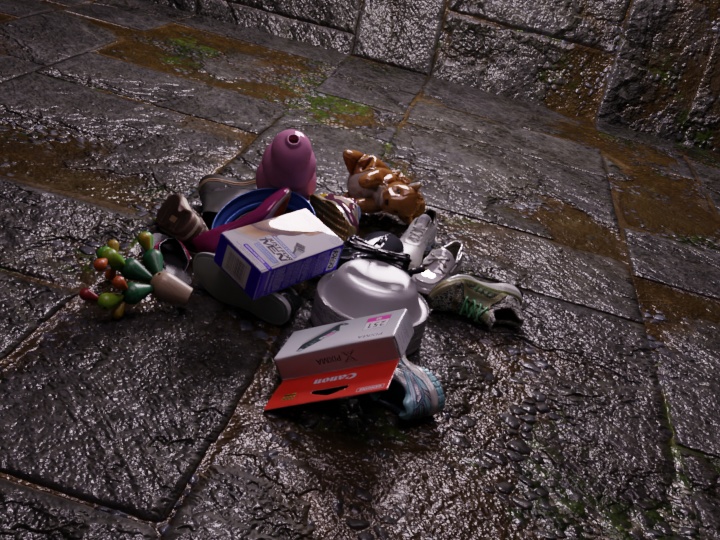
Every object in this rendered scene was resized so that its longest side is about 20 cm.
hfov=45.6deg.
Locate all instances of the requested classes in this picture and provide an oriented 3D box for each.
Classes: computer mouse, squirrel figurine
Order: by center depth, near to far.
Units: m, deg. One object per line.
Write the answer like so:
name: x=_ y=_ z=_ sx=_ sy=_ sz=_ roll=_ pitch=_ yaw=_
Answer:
computer mouse: x=0.063 y=-0.035 z=1.513 sx=0.139 sy=0.047 sz=0.200 roll=24 pitch=5 yaw=18
squirrel figurine: x=0.071 y=-0.170 z=1.877 sx=0.198 sy=0.144 sz=0.185 roll=2 pitch=14 yaw=-45

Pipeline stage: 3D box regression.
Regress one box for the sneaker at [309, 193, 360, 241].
sneaker: x=-0.030 y=-0.107 z=1.646 sx=0.088 sy=0.076 sz=0.200 roll=-4 pitch=23 yaw=-24

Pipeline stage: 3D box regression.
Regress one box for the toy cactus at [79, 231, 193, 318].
toy cactus: x=-0.352 y=0.017 z=1.376 sx=0.163 sy=0.103 sz=0.201 roll=26 pitch=24 yaw=-6

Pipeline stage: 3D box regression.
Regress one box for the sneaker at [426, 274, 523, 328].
sneaker: x=0.219 y=0.065 z=1.574 sx=0.196 sy=0.078 sz=0.089 roll=4 pitch=35 yaw=-15

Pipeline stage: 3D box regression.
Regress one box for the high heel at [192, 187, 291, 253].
high heel: x=-0.210 y=-0.095 z=1.543 sx=0.095 sy=0.068 sz=0.201 roll=32 pitch=60 yaw=14

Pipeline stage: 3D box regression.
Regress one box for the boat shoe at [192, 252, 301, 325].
boat shoe: x=-0.192 y=0.025 z=1.450 sx=0.198 sy=0.076 sz=0.060 roll=33 pitch=30 yaw=11

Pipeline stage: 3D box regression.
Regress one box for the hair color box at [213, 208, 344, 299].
hair color box: x=-0.133 y=-0.032 z=1.438 sx=0.109 sy=0.066 sz=0.198 roll=41 pitch=37 yaw=24

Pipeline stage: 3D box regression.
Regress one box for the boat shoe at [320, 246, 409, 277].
boat shoe: x=0.000 y=0.000 z=1.601 sx=0.197 sy=0.073 sz=0.068 roll=9 pitch=23 yaw=-26

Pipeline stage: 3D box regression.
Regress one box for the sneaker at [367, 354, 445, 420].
sneaker: x=0.034 y=0.152 z=1.293 sx=0.085 sy=0.079 sz=0.199 roll=-15 pitch=37 yaw=-40

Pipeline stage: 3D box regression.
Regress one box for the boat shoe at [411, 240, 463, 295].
boat shoe: x=0.153 y=-0.012 z=1.693 sx=0.070 sy=0.070 sz=0.200 roll=22 pitch=27 yaw=15

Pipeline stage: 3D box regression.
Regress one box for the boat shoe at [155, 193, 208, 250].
boat shoe: x=-0.331 y=-0.083 z=1.620 sx=0.075 sy=0.075 sz=0.202 roll=43 pitch=0 yaw=-30

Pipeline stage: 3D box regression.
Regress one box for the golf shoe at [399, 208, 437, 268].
golf shoe: x=0.109 y=-0.068 z=1.755 sx=0.077 sy=0.099 sz=0.200 roll=20 pitch=27 yaw=11

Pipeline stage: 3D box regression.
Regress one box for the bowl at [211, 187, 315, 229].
bowl: x=-0.177 y=-0.071 z=1.596 sx=0.196 sy=0.040 sz=0.203 roll=-2 pitch=49 yaw=3

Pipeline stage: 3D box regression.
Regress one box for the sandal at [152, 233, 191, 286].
sandal: x=-0.330 y=-0.022 z=1.501 sx=0.074 sy=0.046 sz=0.200 roll=1 pitch=28 yaw=-23

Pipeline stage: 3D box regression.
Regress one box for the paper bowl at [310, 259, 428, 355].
paper bowl: x=0.020 y=0.055 z=1.452 sx=0.197 sy=0.106 sz=0.201 roll=12 pitch=25 yaw=-6

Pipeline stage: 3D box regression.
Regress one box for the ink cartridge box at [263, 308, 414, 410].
ink cartridge box: x=-0.035 y=0.127 z=1.241 sx=0.196 sy=0.044 sz=0.174 roll=-13 pitch=17 yaw=21

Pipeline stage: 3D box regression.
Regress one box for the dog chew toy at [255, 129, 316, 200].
dog chew toy: x=-0.140 y=-0.202 z=1.676 sx=0.122 sy=0.201 sz=0.127 roll=4 pitch=66 yaw=-10

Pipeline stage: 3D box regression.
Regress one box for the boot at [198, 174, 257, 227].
boot: x=-0.233 y=-0.125 z=1.750 sx=0.196 sy=0.079 sz=0.139 roll=2 pitch=36 yaw=-10
